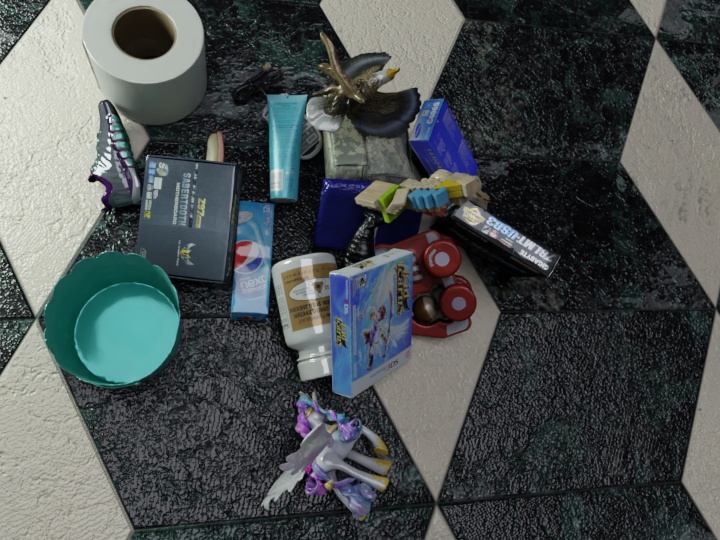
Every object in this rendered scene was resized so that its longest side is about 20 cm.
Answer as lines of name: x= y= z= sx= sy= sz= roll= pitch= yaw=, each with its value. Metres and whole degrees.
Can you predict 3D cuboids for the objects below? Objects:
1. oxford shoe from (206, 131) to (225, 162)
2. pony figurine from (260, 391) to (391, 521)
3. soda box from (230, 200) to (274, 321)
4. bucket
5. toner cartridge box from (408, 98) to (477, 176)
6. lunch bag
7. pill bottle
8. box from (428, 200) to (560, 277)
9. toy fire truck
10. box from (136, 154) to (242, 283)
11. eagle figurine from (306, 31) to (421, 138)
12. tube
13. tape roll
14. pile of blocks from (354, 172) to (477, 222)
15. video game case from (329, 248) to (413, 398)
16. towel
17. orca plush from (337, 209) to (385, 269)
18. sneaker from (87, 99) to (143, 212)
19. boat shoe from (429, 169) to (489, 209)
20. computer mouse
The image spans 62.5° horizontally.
oxford shoe: x=-0.283 y=-0.160 z=1.063 sx=0.074 sy=0.070 sz=0.202 roll=7 pitch=73 yaw=-8
pony figurine: x=-0.054 y=0.303 z=0.953 sx=0.199 sy=0.167 sz=0.193 roll=36 pitch=38 yaw=3
soda box: x=-0.189 y=-0.016 z=1.043 sx=0.064 sy=0.068 sz=0.202 roll=4 pitch=73 yaw=-12
bucket: x=-0.378 y=0.086 z=0.934 sx=0.205 sy=0.135 sz=0.209 roll=3 pitch=73 yaw=-11
toner cartridge box: x=0.161 y=-0.219 z=1.125 sx=0.043 sy=0.200 sz=0.096 roll=6 pitch=64 yaw=34
lunch bag: x=0.015 y=-0.231 z=1.112 sx=0.166 sy=0.139 sz=0.202 roll=-3 pitch=73 yaw=-7
pill bottle: x=-0.079 y=0.080 z=1.013 sx=0.113 sy=0.114 sz=0.202 roll=-11 pitch=82 yaw=-15
box: x=0.235 y=-0.055 z=1.079 sx=0.199 sy=0.198 sz=0.050 roll=30 pitch=89 yaw=-4
toy fire truck: x=0.113 y=0.029 z=1.077 sx=0.167 sy=0.112 sz=0.201 roll=-19 pitch=98 yaw=9
box: x=-0.289 y=-0.086 z=1.002 sx=0.156 sy=0.051 sz=0.202 roll=7 pitch=92 yaw=4
eagle figurine: x=0.010 y=-0.306 z=1.008 sx=0.150 sy=0.200 sz=0.153 roll=12 pitch=104 yaw=18
tube: x=-0.140 y=-0.228 z=1.102 sx=0.077 sy=0.050 sz=0.202 roll=2 pitch=87 yaw=2
tape roll: x=-0.381 y=-0.386 z=1.071 sx=0.201 sy=0.139 sz=0.204 roll=3 pitch=74 yaw=-11
pile of blocks: x=0.093 y=-0.107 z=0.968 sx=0.198 sy=0.062 sz=0.082 roll=-3 pitch=38 yaw=24
video game case: x=0.023 y=0.081 z=0.978 sx=0.181 sy=0.045 sz=0.202 roll=-22 pitch=117 yaw=-51
towel: x=0.017 y=-0.100 z=1.082 sx=0.198 sy=0.148 sz=0.050 roll=3 pitch=38 yaw=-16
orca plush: x=0.000 y=0.000 z=1.029 sx=0.105 sy=0.071 sz=0.201 roll=30 pitch=112 yaw=16
sneaker: x=-0.446 y=-0.203 z=1.040 sx=0.087 sy=0.074 sz=0.201 roll=-20 pitch=80 yaw=-12
boat shoe: x=0.186 y=-0.148 z=1.089 sx=0.072 sy=0.200 sz=0.065 roll=27 pitch=90 yaw=35
computer mouse: x=-0.149 y=-0.296 z=1.142 sx=0.109 sy=0.044 sz=0.200 roll=-38 pitch=89 yaw=4
